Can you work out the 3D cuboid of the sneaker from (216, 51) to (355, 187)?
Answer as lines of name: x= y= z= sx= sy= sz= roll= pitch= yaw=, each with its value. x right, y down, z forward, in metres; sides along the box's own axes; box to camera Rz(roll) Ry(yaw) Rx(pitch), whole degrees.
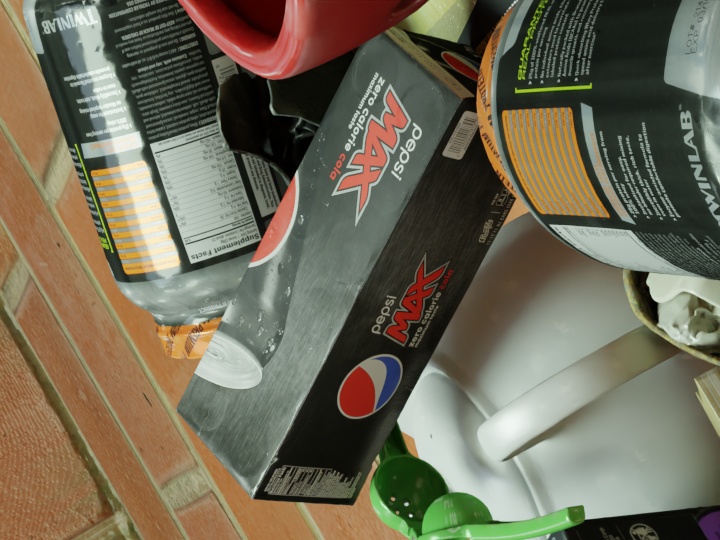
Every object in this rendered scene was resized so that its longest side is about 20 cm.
sneaker: x=-0.005 y=-0.057 z=1.028 sx=0.200 sy=0.060 sz=0.105 roll=42 pitch=-153 yaw=-46

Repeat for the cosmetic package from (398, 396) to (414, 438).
cosmetic package: x=0.030 y=0.035 z=1.254 sx=0.200 sy=0.071 sz=0.102 roll=22 pitch=139 yaw=63

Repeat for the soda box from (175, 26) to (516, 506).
soda box: x=0.000 y=0.000 z=0.913 sx=0.071 sy=0.063 sz=0.201 roll=44 pitch=114 yaw=39

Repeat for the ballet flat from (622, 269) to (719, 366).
ballet flat: x=0.162 y=0.017 z=0.828 sx=0.071 sy=0.070 sz=0.200 roll=65 pitch=166 yaw=-18

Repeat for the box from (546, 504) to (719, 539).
box: x=0.113 y=0.211 z=0.924 sx=0.123 sy=0.105 sz=0.201 roll=62 pitch=142 yaw=38

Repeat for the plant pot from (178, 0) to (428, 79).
plant pot: x=0.000 y=-0.196 z=0.755 sx=0.201 sy=0.182 sz=0.201 roll=51 pitch=162 yaw=24

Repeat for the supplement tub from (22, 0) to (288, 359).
supplement tub: x=-0.086 y=-0.065 z=1.091 sx=0.122 sy=0.122 sz=0.201 roll=16 pitch=125 yaw=67

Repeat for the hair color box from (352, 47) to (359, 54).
hair color box: x=-0.006 y=-0.100 z=1.150 sx=0.099 sy=0.060 sz=0.201 roll=47 pitch=158 yaw=39

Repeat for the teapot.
teapot: x=0.089 y=0.072 z=1.013 sx=0.197 sy=0.146 sz=0.201 roll=38 pitch=152 yaw=51

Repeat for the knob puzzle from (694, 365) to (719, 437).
knob puzzle: x=0.198 y=0.127 z=0.866 sx=0.220 sy=0.030 sz=0.220 roll=59 pitch=-176 yaw=-7

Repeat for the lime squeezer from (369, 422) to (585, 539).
lime squeezer: x=0.038 y=0.090 z=0.923 sx=0.200 sy=0.038 sz=0.071 roll=39 pitch=110 yaw=55

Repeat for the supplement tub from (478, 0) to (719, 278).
supplement tub: x=0.121 y=-0.058 z=0.713 sx=0.123 sy=0.122 sz=0.200 roll=64 pitch=163 yaw=-13

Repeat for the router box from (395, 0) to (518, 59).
router box: x=0.038 y=-0.149 z=0.951 sx=0.158 sy=0.052 sz=0.200 roll=58 pitch=164 yaw=5
